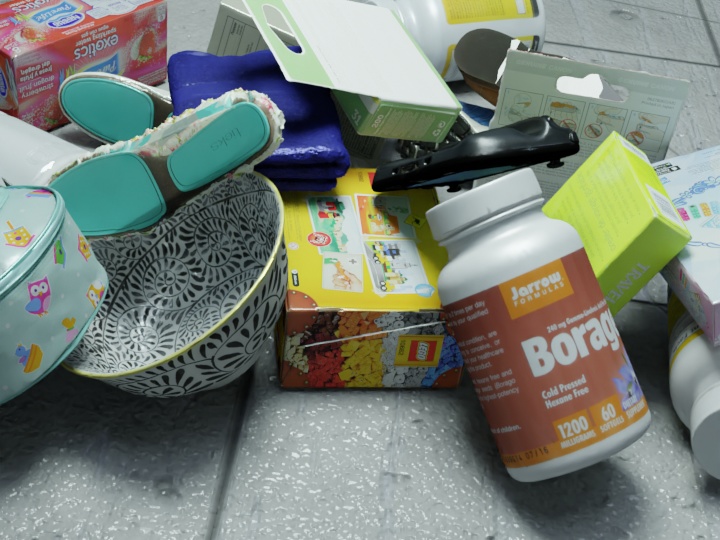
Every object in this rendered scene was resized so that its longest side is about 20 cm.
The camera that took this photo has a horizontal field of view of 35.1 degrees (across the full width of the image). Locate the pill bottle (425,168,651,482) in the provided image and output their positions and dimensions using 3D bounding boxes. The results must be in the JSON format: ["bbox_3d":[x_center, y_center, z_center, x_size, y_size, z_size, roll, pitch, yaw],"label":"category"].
[{"bbox_3d":[0.121,0.037,0.812,0.111,0.112,0.203,-21,88,-33],"label":"pill bottle"}]

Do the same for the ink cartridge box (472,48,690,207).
[{"bbox_3d":[0.188,-0.106,1.014,0.158,0.202,0.050,10,40,2],"label":"ink cartridge box"}]

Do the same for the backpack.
[{"bbox_3d":[-0.284,0.007,0.783,0.197,0.155,0.177,6,40,25],"label":"backpack"}]

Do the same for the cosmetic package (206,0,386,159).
[{"bbox_3d":[-0.052,-0.196,1.134,0.197,0.104,0.073,25,38,-1],"label":"cosmetic package"}]

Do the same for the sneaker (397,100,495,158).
[{"bbox_3d":[0.122,-0.128,1.148,0.198,0.080,0.089,29,24,26],"label":"sneaker"}]

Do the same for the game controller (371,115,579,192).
[{"bbox_3d":[0.084,-0.083,0.890,0.103,0.043,0.199,-18,4,-22],"label":"game controller"}]

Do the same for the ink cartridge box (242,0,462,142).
[{"bbox_3d":[-0.020,-0.184,0.998,0.198,0.048,0.147,0,48,-40],"label":"ink cartridge box"}]

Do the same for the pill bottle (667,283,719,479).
[{"bbox_3d":[0.296,0.066,0.887,0.109,0.113,0.201,12,38,6],"label":"pill bottle"}]

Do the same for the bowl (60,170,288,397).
[{"bbox_3d":[-0.125,0.026,0.850,0.198,0.095,0.203,-19,41,17],"label":"bowl"}]

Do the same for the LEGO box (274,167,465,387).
[{"bbox_3d":[0.000,0.000,0.944,0.146,0.078,0.202,2,38,-10],"label":"LEGO box"}]

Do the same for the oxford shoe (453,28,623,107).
[{"bbox_3d":[0.181,-0.163,1.089,0.199,0.071,0.072,37,82,26],"label":"oxford shoe"}]

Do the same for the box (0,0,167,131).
[{"bbox_3d":[-0.300,-0.224,1.161,0.099,0.097,0.199,30,43,27],"label":"box"}]

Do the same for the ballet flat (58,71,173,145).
[{"bbox_3d":[-0.196,-0.151,1.125,0.196,0.070,0.070,12,37,-2],"label":"ballet flat"}]

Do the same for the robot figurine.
[{"bbox_3d":[-0.288,-0.065,0.944,0.198,0.115,0.169,24,-1,22],"label":"robot figurine"}]

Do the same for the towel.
[{"bbox_3d":[-0.092,-0.131,0.992,0.145,0.050,0.201,-4,37,-9],"label":"towel"}]

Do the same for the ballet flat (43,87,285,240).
[{"bbox_3d":[-0.144,-0.076,0.855,0.197,0.077,0.064,-20,9,8],"label":"ballet flat"}]

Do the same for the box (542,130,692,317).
[{"bbox_3d":[0.164,0.001,0.912,0.047,0.200,0.123,27,29,-25],"label":"box"}]

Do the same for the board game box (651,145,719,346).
[{"bbox_3d":[0.324,-0.039,0.887,0.196,0.044,0.200,-16,32,-2],"label":"board game box"}]

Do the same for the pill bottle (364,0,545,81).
[{"bbox_3d":[0.101,-0.271,1.282,0.197,0.113,0.112,-10,41,-23],"label":"pill bottle"}]

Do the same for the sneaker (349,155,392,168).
[{"bbox_3d":[-0.045,-0.085,1.043,0.196,0.082,0.077,-5,37,-18],"label":"sneaker"}]
